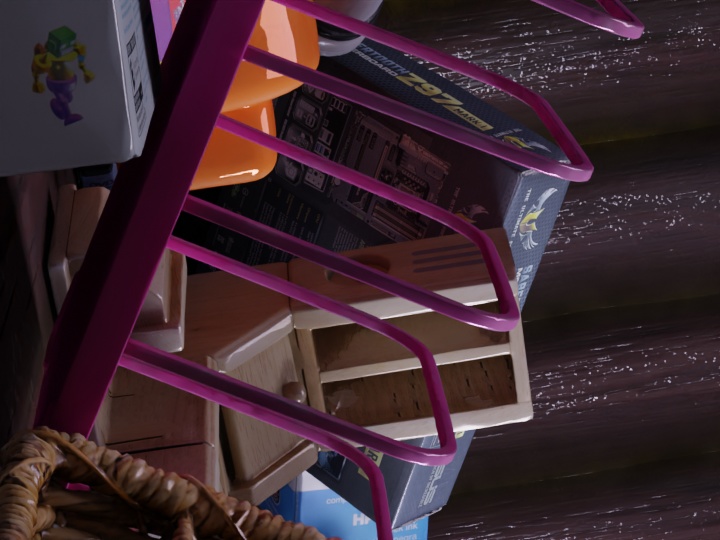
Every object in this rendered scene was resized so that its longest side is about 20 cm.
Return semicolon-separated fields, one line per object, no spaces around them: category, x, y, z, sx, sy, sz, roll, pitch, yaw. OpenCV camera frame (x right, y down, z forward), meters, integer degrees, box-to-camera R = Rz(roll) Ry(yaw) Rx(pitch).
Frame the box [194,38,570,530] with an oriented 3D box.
box;0.000;0.000;1.022;0.157;0.051;0.201;33;-61;29

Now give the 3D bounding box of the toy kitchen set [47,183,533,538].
toy kitchen set;-0.020;0.036;0.850;0.200;0.180;0.164;-96;177;-63

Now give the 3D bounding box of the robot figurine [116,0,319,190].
robot figurine;-0.081;-0.135;0.864;0.144;0.116;0.201;-29;117;-49

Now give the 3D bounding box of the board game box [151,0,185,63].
board game box;-0.070;-0.152;0.719;0.158;0.039;0.200;-65;144;-37

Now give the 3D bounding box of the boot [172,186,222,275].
boot;-0.091;-0.072;1.122;0.132;0.069;0.201;-106;-162;-51

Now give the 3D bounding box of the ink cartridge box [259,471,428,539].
ink cartridge box;-0.017;0.038;1.179;0.146;0.086;0.201;-129;-141;-61

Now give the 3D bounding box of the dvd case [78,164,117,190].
dvd case;-0.119;-0.039;1.059;0.200;0.017;0.143;83;-2;-51

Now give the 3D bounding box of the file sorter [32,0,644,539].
file sorter;-0.010;-0.020;0.666;0.139;0.125;0.201;-103;-145;-73

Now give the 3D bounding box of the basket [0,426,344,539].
basket;-0.016;0.131;0.535;0.200;0.142;0.150;-104;-173;-72

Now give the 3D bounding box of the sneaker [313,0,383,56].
sneaker;-0.011;-0.208;0.967;0.115;0.075;0.201;-37;-120;50

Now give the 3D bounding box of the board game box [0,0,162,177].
board game box;-0.097;-0.133;0.545;0.148;0.064;0.201;-111;-166;-78
